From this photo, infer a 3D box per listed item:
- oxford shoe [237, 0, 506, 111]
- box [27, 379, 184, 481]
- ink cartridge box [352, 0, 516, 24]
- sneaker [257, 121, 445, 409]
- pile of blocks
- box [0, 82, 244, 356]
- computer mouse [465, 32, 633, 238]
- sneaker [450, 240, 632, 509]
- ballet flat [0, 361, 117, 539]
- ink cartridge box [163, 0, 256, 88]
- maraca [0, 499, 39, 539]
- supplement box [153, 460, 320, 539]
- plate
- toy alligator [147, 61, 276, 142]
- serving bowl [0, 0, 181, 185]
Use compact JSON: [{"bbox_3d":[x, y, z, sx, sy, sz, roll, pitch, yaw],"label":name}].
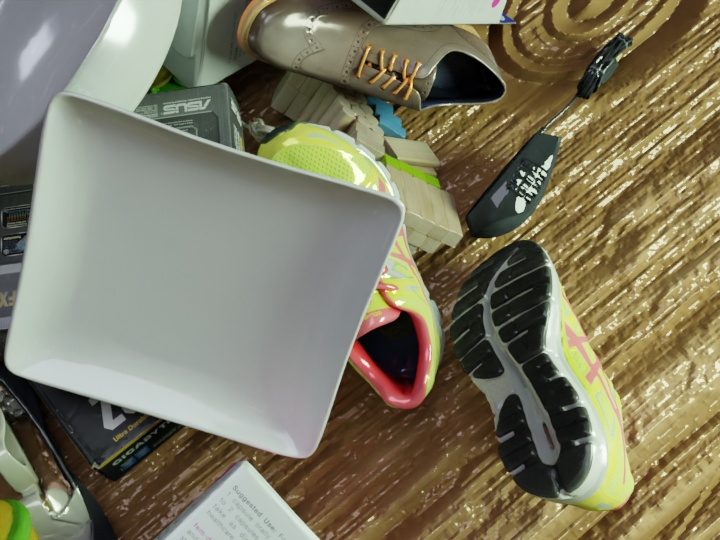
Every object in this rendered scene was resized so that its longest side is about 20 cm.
[{"bbox_3d":[0.014,-0.148,0.812,0.200,0.071,0.073,0,36,-33],"label":"oxford shoe"},{"bbox_3d":[-0.140,0.019,0.824,0.200,0.049,0.160,-38,72,-10],"label":"box"},{"bbox_3d":[0.039,-0.207,0.834,0.095,0.200,0.037,41,116,18],"label":"ink cartridge box"},{"bbox_3d":[0.000,0.000,0.741,0.078,0.090,0.200,-27,111,13],"label":"sneaker"},{"bbox_3d":[-0.001,-0.078,0.854,0.062,0.082,0.200,-50,54,31],"label":"pile of blocks"},{"bbox_3d":[-0.174,-0.033,0.796,0.200,0.048,0.159,-8,68,3],"label":"box"},{"bbox_3d":[0.140,-0.093,0.846,0.034,0.059,0.200,39,71,0],"label":"computer mouse"},{"bbox_3d":[0.119,0.069,0.767,0.078,0.090,0.200,-33,44,26],"label":"sneaker"},{"bbox_3d":[-0.214,0.140,0.771,0.073,0.073,0.200,-30,69,-7],"label":"ballet flat"},{"bbox_3d":[-0.084,-0.253,0.847,0.145,0.145,0.200,42,58,17],"label":"ink cartridge box"},{"bbox_3d":[-0.251,0.194,0.700,0.107,0.200,0.137,46,53,-18],"label":"maraca"},{"bbox_3d":[-0.109,0.214,0.703,0.103,0.101,0.200,45,78,1],"label":"supplement box"},{"bbox_3d":[-0.095,0.006,0.703,0.199,0.200,0.032,17,32,-5],"label":"plate"},{"bbox_3d":[-0.135,-0.143,0.881,0.200,0.059,0.054,20,71,12],"label":"toy alligator"},{"bbox_3d":[-0.173,-0.134,0.745,0.200,0.066,0.200,-28,46,33],"label":"serving bowl"}]
